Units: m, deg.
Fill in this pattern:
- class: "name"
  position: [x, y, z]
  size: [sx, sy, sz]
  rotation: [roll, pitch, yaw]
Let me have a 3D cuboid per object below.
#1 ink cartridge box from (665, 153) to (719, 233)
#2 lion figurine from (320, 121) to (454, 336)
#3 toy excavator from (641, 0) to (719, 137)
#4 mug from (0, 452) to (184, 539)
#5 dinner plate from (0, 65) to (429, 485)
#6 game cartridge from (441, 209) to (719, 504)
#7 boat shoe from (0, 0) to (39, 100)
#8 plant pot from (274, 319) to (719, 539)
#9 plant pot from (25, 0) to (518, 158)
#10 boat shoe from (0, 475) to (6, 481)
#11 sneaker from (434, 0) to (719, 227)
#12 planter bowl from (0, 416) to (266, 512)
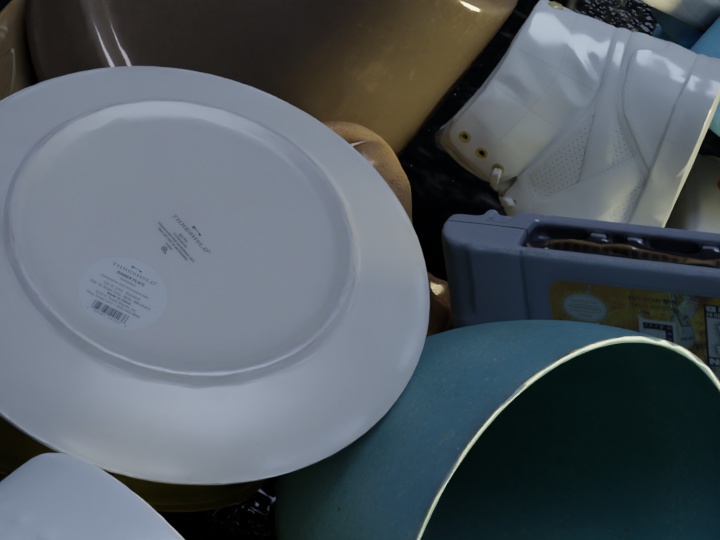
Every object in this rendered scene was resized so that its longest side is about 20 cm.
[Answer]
- class: "ink cartridge box"
  position: [0.207, 0.056, 1.071]
  size: [0.144, 0.084, 0.200]
  rotation: [21, 44, -12]
- class: "lion figurine"
  position: [0.000, 0.000, 0.953]
  size: [0.122, 0.201, 0.072]
  rotation: [-29, 45, -20]
- class: "toy excavator"
  position: [0.168, -0.122, 1.029]
  size: [0.195, 0.100, 0.200]
  rotation: [53, 22, 25]
- class: "mug"
  position: [-0.118, 0.193, 0.735]
  size: [0.175, 0.147, 0.200]
  rotation: [-38, 104, -28]
- class: "dinner plate"
  position: [-0.068, -0.009, 0.819]
  size: [0.199, 0.024, 0.201]
  rotation: [8, 51, -9]
- class: "game cartridge"
  position: [0.134, 0.045, 0.922]
  size: [0.199, 0.134, 0.042]
  rotation: [7, 30, 25]
- class: "boat shoe"
  position: [-0.180, -0.067, 0.989]
  size: [0.074, 0.069, 0.200]
  rotation: [48, 38, -4]
- class: "plant pot"
  position: [0.042, 0.105, 0.882]
  size: [0.200, 0.201, 0.135]
  rotation: [-16, 25, -38]
- class: "plant pot"
  position: [-0.024, -0.116, 0.998]
  size: [0.200, 0.174, 0.201]
  rotation: [36, 36, -31]
- class: "boat shoe"
  position: [-0.113, 0.102, 0.865]
  size: [0.200, 0.072, 0.065]
  rotation: [34, 47, 13]
- class: "sneaker"
  position: [0.083, -0.028, 1.018]
  size: [0.115, 0.201, 0.074]
  rotation: [23, 22, 7]
- class: "planter bowl"
  position: [-0.115, 0.010, 0.881]
  size: [0.200, 0.084, 0.200]
  rotation: [21, 17, -7]
